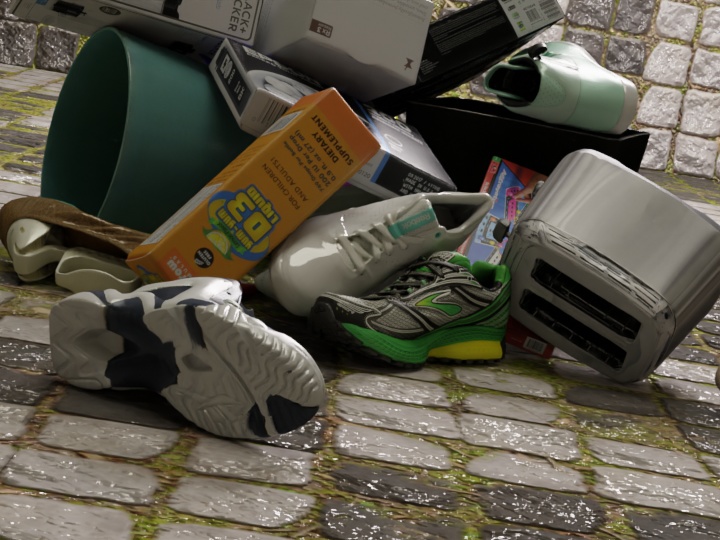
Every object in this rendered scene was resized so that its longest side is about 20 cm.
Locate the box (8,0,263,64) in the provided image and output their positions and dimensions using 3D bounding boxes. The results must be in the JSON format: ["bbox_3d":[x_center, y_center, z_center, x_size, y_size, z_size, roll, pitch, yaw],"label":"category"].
[{"bbox_3d":[-0.194,-0.236,1.597,0.200,0.060,0.117,15,-12,-19],"label":"box"}]

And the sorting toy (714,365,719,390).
[{"bbox_3d":[0.389,0.117,1.363,0.185,0.037,0.200,3,16,-36],"label":"sorting toy"}]

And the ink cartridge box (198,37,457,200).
[{"bbox_3d":[-0.030,-0.129,1.559,0.198,0.043,0.200,24,15,-24],"label":"ink cartridge box"}]

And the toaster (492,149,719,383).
[{"bbox_3d":[0.204,0.003,1.467,0.200,0.114,0.129,34,48,14],"label":"toaster"}]

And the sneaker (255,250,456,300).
[{"bbox_3d":[0.000,0.000,1.533,0.088,0.075,0.200,2,3,43],"label":"sneaker"}]

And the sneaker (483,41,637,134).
[{"bbox_3d":[0.154,-0.179,1.671,0.118,0.074,0.200,12,10,-26],"label":"sneaker"}]

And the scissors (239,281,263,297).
[{"bbox_3d":[-0.097,0.012,1.553,0.073,0.014,0.200,13,11,34],"label":"scissors"}]

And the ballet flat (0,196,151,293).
[{"bbox_3d":[-0.226,-0.009,1.450,0.200,0.068,0.072,18,31,25],"label":"ballet flat"}]

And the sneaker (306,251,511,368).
[{"bbox_3d":[0.038,0.024,1.396,0.078,0.085,0.200,18,13,41],"label":"sneaker"}]

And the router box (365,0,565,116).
[{"bbox_3d":[0.076,-0.201,1.739,0.200,0.051,0.149,-28,-2,-36],"label":"router box"}]

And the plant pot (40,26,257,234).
[{"bbox_3d":[-0.170,-0.098,1.619,0.161,0.201,0.201,11,7,-28],"label":"plant pot"}]

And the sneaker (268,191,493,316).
[{"bbox_3d":[0.019,-0.026,1.414,0.200,0.075,0.088,-24,-2,-40],"label":"sneaker"}]

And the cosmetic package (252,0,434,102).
[{"bbox_3d":[-0.034,-0.200,1.622,0.113,0.081,0.200,21,-15,-26],"label":"cosmetic package"}]

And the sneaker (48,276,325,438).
[{"bbox_3d":[-0.082,0.046,1.150,0.199,0.080,0.130,3,13,34],"label":"sneaker"}]

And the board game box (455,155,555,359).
[{"bbox_3d":[0.135,-0.015,1.552,0.103,0.019,0.200,22,43,1],"label":"board game box"}]

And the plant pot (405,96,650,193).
[{"bbox_3d":[0.149,-0.060,1.742,0.200,0.178,0.199,11,10,16],"label":"plant pot"}]

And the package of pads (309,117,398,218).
[{"bbox_3d":[-0.052,-0.108,1.796,0.200,0.068,0.155,-2,46,-16],"label":"package of pads"}]

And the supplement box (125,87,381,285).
[{"bbox_3d":[-0.080,-0.050,1.394,0.067,0.200,0.069,50,-16,-13],"label":"supplement box"}]
